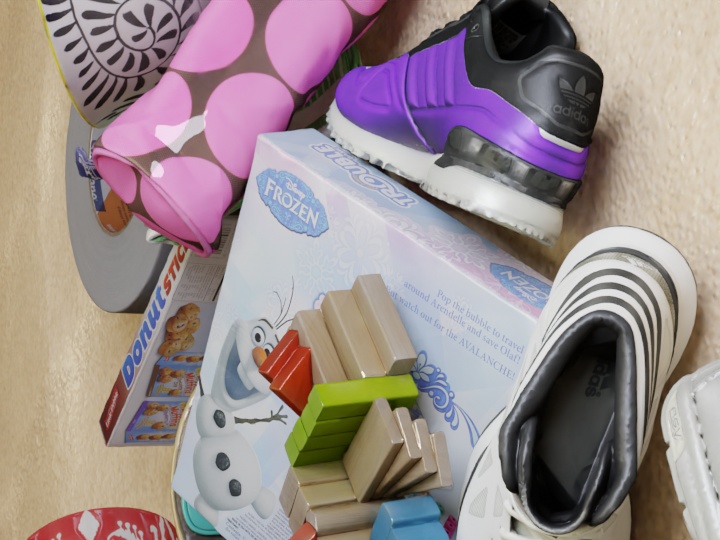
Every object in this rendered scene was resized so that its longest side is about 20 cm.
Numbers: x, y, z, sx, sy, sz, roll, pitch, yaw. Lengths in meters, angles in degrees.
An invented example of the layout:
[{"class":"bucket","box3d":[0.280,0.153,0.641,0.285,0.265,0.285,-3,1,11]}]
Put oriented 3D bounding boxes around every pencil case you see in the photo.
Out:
[{"class":"pencil case","box3d":[-0.049,-0.105,0.893,0.090,0.201,0.094,34,167,16]}]

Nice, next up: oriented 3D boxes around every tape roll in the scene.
[{"class":"tape roll","box3d":[-0.124,-0.073,1.134,0.200,0.066,0.203,-10,79,62]}]

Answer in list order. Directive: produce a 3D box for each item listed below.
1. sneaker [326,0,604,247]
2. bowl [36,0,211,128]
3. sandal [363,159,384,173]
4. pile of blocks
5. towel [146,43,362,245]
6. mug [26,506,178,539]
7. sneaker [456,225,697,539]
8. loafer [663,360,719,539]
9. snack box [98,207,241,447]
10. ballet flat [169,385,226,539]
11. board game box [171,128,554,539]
[{"class":"sneaker","box3d":[0.053,-0.081,0.806,0.100,0.069,0.200,-67,27,7]},{"class":"bowl","box3d":[-0.109,-0.181,0.944,0.201,0.093,0.203,-8,-90,-86]},{"class":"sandal","box3d":[0.000,0.000,0.901,0.201,0.054,0.082,62,140,40]},{"class":"pile of blocks","box3d":[-0.005,0.104,0.747,0.082,0.062,0.202,-30,68,61]},{"class":"towel","box3d":[-0.073,-0.119,0.995,0.152,0.023,0.201,-30,50,17]},{"class":"mug","box3d":[-0.156,0.270,1.103,0.178,0.132,0.201,-57,37,41]},{"class":"sneaker","box3d":[0.066,0.089,0.684,0.075,0.115,0.202,20,115,14]},{"class":"loafer","box3d":[0.154,0.114,0.572,0.069,0.070,0.202,-26,60,23]},{"class":"snack box","box3d":[-0.092,0.033,1.056,0.201,0.071,0.024,-62,39,39]},{"class":"ballet flat","box3d":[-0.077,0.157,1.031,0.063,0.068,0.202,143,127,-72]},{"class":"board game box","box3d":[0.007,0.067,0.832,0.199,0.043,0.201,35,121,35]}]
